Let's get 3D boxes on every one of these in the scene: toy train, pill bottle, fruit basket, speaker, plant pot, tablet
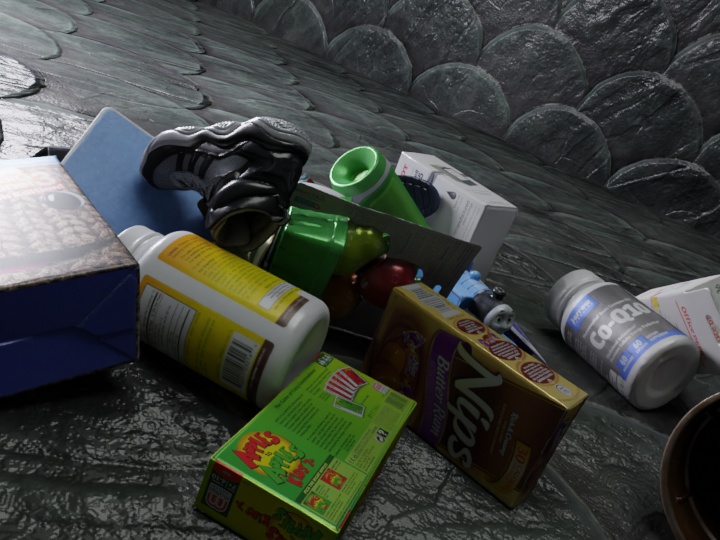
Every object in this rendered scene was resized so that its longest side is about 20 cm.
[{"bbox_3d":[0.107,0.042,0.829,0.087,0.114,0.200,4,27,-36],"label":"toy train"},{"bbox_3d":[0.353,0.087,0.953,0.114,0.114,0.200,8,25,-30],"label":"pill bottle"},{"bbox_3d":[0.000,0.000,0.741,0.200,0.185,0.094,13,45,-15],"label":"fruit basket"},{"bbox_3d":[0.036,-0.077,0.958,0.088,0.088,0.200,47,-4,47],"label":"speaker"},{"bbox_3d":[0.424,0.203,0.669,0.200,0.200,0.198,37,19,34],"label":"plant pot"},{"bbox_3d":[-0.136,0.036,0.625,0.200,0.109,0.109,27,22,12],"label":"pill bottle"},{"bbox_3d":[-0.217,-0.071,0.734,0.200,0.014,0.130,36,57,-20],"label":"tablet"}]

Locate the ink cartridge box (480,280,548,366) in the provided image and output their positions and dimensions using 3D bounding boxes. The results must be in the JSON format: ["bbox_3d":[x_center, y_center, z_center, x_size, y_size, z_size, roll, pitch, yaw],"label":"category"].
[{"bbox_3d":[0.172,0.056,0.917,0.095,0.037,0.200,42,10,-27],"label":"ink cartridge box"}]

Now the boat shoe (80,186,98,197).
[{"bbox_3d":[-0.243,-0.038,0.768,0.201,0.063,0.074,14,-19,-43],"label":"boat shoe"}]

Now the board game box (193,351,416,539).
[{"bbox_3d":[-0.033,0.143,0.554,0.101,0.048,0.200,26,22,12],"label":"board game box"}]

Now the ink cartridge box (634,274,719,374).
[{"bbox_3d":[0.453,0.076,0.936,0.067,0.117,0.200,-21,-4,-12],"label":"ink cartridge box"}]

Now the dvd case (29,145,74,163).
[{"bbox_3d":[-0.298,-0.109,0.811,0.150,0.025,0.200,-13,-7,43],"label":"dvd case"}]

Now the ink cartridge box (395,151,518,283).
[{"bbox_3d":[0.129,-0.082,1.094,0.084,0.146,0.200,-1,31,-42],"label":"ink cartridge box"}]

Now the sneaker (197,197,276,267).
[{"bbox_3d":[-0.137,-0.044,0.740,0.090,0.200,0.067,23,-21,-6],"label":"sneaker"}]

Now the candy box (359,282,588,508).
[{"bbox_3d":[0.098,0.111,0.656,0.200,0.117,0.056,34,25,28],"label":"candy box"}]

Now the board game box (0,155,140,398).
[{"bbox_3d":[-0.289,-0.001,0.545,0.159,0.097,0.200,-14,39,-37],"label":"board game box"}]

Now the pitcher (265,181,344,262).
[{"bbox_3d":[-0.098,-0.058,0.889,0.200,0.121,0.172,20,-5,-5],"label":"pitcher"}]

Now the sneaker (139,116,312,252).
[{"bbox_3d":[-0.144,-0.077,0.663,0.200,0.114,0.075,-4,-23,28],"label":"sneaker"}]

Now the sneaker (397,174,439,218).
[{"bbox_3d":[0.029,-0.107,1.075,0.200,0.074,0.082,-4,2,20],"label":"sneaker"}]

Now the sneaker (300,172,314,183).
[{"bbox_3d":[-0.081,-0.087,0.978,0.200,0.096,0.079,21,22,-1],"label":"sneaker"}]
